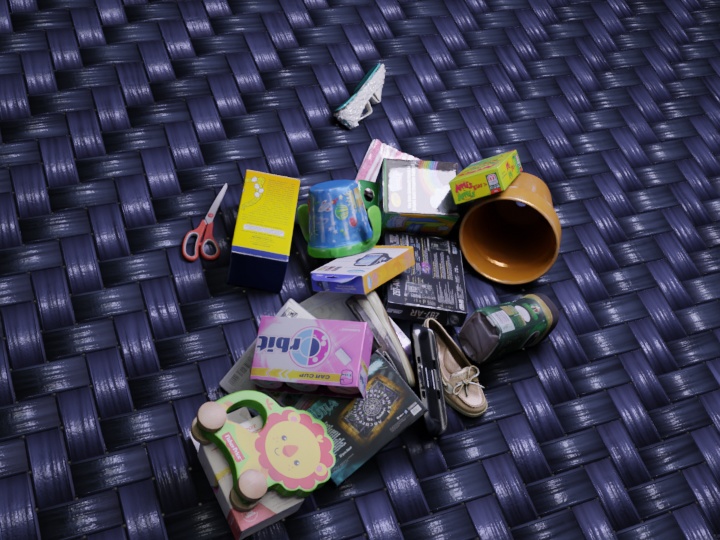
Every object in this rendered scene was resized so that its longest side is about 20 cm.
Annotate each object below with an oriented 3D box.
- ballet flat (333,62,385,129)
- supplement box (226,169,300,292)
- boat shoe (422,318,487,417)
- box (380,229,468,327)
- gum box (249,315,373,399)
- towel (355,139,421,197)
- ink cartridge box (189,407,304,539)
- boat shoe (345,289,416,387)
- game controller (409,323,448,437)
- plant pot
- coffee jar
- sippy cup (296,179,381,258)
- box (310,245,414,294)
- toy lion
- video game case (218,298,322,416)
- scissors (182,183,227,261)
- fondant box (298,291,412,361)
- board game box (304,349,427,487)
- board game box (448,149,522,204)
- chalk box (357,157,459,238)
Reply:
[{"bbox_3d":[0.008,-0.389,1.975,0.071,0.072,0.200,31,57,8],"label":"ballet flat"},{"bbox_3d":[-0.186,-0.076,1.673,0.109,0.109,0.201,10,54,-7],"label":"supplement box"},{"bbox_3d":[0.168,0.181,1.615,0.073,0.063,0.200,-26,66,-28],"label":"boat shoe"},{"bbox_3d":[0.122,0.013,1.711,0.159,0.044,0.201,8,45,-9],"label":"box"},{"bbox_3d":[-0.086,0.145,1.469,0.198,0.066,0.114,3,65,14],"label":"gum box"},{"bbox_3d":[0.096,-0.194,1.875,0.199,0.030,0.147,22,55,1],"label":"towel"},{"bbox_3d":[-0.190,0.318,1.422,0.116,0.068,0.201,-21,67,-25],"label":"ink cartridge box"},{"bbox_3d":[0.035,0.126,1.552,0.066,0.072,0.202,-26,72,0],"label":"boat shoe"},{"bbox_3d":[0.118,0.195,1.548,0.042,0.104,0.202,-15,74,24],"label":"game controller"},{"bbox_3d":[0.318,-0.104,1.783,0.199,0.201,0.184,25,39,4],"label":"plant pot"},{"bbox_3d":[0.284,0.106,1.648,0.199,0.105,0.086,-11,55,-42],"label":"coffee jar"},{"bbox_3d":[-0.044,-0.104,1.680,0.176,0.131,0.140,-6,16,8],"label":"sippy cup"},{"bbox_3d":[0.000,0.000,1.601,0.118,0.042,0.200,3,21,35],"label":"box"},{"bbox_3d":[-0.144,0.276,1.389,0.191,0.069,0.201,-23,68,-35],"label":"toy lion"},{"bbox_3d":[-0.117,0.180,1.528,0.182,0.024,0.200,37,76,12],"label":"video game case"},{"bbox_3d":[-0.306,-0.100,1.717,0.073,0.014,0.201,6,57,-8],"label":"scissors"},{"bbox_3d":[-0.014,0.120,1.614,0.144,0.058,0.200,-30,69,-30],"label":"fondant box"},{"bbox_3d":[-0.004,0.248,1.473,0.200,0.028,0.135,-38,77,-8],"label":"board game box"},{"bbox_3d":[0.251,-0.187,1.729,0.200,0.101,0.048,-40,113,-64],"label":"board game box"},{"bbox_3d":[0.090,-0.145,1.766,0.198,0.124,0.126,3,70,-6],"label":"chalk box"}]
